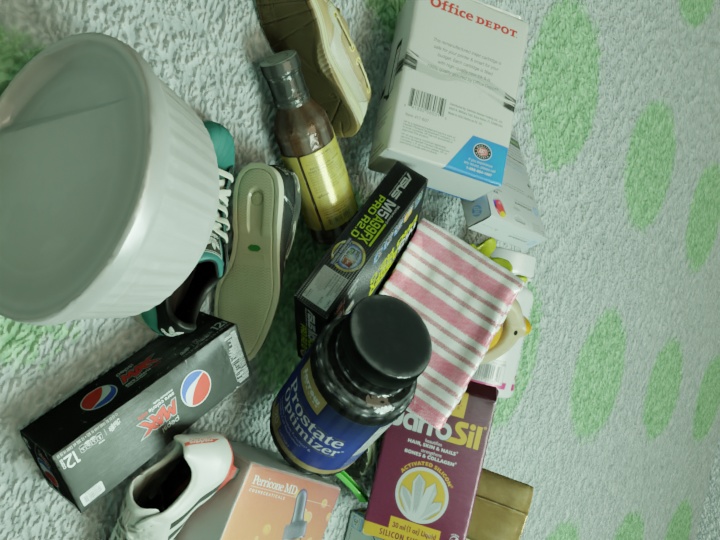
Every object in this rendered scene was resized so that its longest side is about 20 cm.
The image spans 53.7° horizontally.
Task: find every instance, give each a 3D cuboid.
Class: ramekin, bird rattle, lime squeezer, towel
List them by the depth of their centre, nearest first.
[{"bbox_3d":[-0.192,-0.059,0.526,0.094,0.199,0.207,20,85,-58],"label":"ramekin"},{"bbox_3d":[0.083,0.059,0.822,0.203,0.144,0.030,-58,171,-4],"label":"towel"},{"bbox_3d":[-0.040,0.193,0.842,0.038,0.069,0.205,-42,129,-56],"label":"lime squeezer"},{"bbox_3d":[0.134,0.068,0.918,0.199,0.113,0.163,-40,119,12],"label":"bird rattle"}]

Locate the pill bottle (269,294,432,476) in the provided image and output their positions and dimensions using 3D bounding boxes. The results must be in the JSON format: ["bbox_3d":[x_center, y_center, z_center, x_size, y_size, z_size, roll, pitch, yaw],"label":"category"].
[{"bbox_3d":[-0.011,0.115,0.704,0.111,0.112,0.201,-26,160,-41],"label":"pill bottle"}]

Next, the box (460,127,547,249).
[{"bbox_3d":[0.174,-0.140,0.948,0.154,0.041,0.205,13,58,-49],"label":"box"}]

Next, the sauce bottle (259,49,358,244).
[{"bbox_3d":[-0.053,-0.127,0.752,0.065,0.064,0.204,-41,129,-33],"label":"sauce bottle"}]

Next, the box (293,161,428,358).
[{"bbox_3d":[0.000,0.000,0.800,0.201,0.044,0.161,-53,166,-25],"label":"box"}]

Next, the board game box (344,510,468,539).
[{"bbox_3d":[0.073,0.400,0.994,0.198,0.102,0.108,17,87,-49],"label":"board game box"}]

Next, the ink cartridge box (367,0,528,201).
[{"bbox_3d":[0.101,-0.204,0.826,0.143,0.084,0.205,15,78,-14],"label":"ink cartridge box"}]

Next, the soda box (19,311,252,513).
[{"bbox_3d":[-0.196,0.119,0.649,0.199,0.070,0.065,-37,124,-37],"label":"soda box"}]

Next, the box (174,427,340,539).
[{"bbox_3d":[-0.133,0.290,0.735,0.151,0.105,0.204,32,76,-47],"label":"box"}]

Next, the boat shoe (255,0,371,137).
[{"bbox_3d":[-0.045,-0.239,0.737,0.067,0.072,0.202,-59,138,-37],"label":"boat shoe"}]

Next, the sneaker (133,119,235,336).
[{"bbox_3d":[-0.147,-0.038,0.656,0.071,0.079,0.205,19,85,-48],"label":"sneaker"}]

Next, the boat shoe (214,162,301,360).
[{"bbox_3d":[-0.100,-0.006,0.729,0.067,0.070,0.205,-16,119,-71],"label":"boat shoe"}]

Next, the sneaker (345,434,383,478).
[{"bbox_3d":[0.011,0.152,0.900,0.088,0.076,0.205,-12,115,-56],"label":"sneaker"}]

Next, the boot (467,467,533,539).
[{"bbox_3d":[0.140,0.265,0.967,0.066,0.196,0.179,2,107,-79],"label":"boot"}]

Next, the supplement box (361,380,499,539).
[{"bbox_3d":[0.090,0.236,0.891,0.103,0.128,0.205,6,97,-78],"label":"supplement box"}]

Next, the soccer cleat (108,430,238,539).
[{"bbox_3d":[-0.194,0.226,0.648,0.201,0.069,0.085,-50,148,5],"label":"soccer cleat"}]

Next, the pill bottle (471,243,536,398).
[{"bbox_3d":[0.187,0.071,1.032,0.112,0.112,0.205,14,90,-48],"label":"pill bottle"}]
